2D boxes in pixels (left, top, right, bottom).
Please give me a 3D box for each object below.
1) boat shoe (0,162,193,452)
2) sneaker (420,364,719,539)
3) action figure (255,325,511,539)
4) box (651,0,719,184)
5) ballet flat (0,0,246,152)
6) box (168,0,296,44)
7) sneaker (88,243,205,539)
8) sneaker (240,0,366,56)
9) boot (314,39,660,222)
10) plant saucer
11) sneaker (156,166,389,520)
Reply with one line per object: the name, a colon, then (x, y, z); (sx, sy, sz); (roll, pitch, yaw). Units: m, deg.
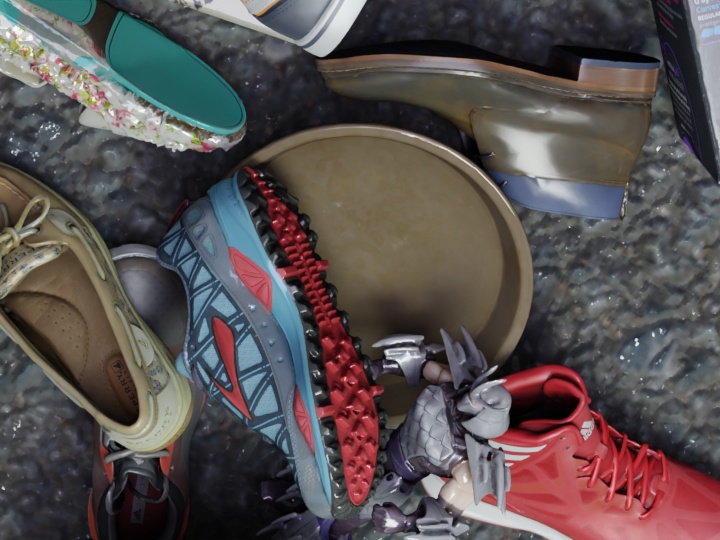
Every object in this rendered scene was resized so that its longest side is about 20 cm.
boat shoe: (-0.168, 0.014, 1.603); (0.073, 0.063, 0.200); (-44, 75, 5)
sneaker: (0.140, 0.117, 1.660); (0.199, 0.116, 0.079); (10, 63, -9)
action figure: (0.017, 0.110, 1.622); (0.069, 0.131, 0.200); (26, 135, -30)
box: (0.218, -0.167, 1.596); (0.105, 0.122, 0.201); (-14, 106, -1)
ballet flat: (-0.157, -0.119, 1.610); (0.199, 0.076, 0.064); (33, 131, -9)
box: (-0.114, -0.196, 1.583); (0.199, 0.068, 0.083); (17, 102, -10)
sneaker: (-0.122, 0.087, 1.651); (0.077, 0.082, 0.201); (-3, 106, -5)
sneaker: (-0.003, -0.215, 1.514); (0.079, 0.078, 0.201); (28, 101, -17)
boot: (0.070, -0.079, 1.630); (0.199, 0.075, 0.098); (2, 102, -8)
plant saucer: (0.000, 0.000, 1.644); (0.199, 0.030, 0.201); (2, 121, 3)
sneaker: (-0.052, 0.050, 1.588); (0.095, 0.079, 0.201); (-26, 75, 26)
